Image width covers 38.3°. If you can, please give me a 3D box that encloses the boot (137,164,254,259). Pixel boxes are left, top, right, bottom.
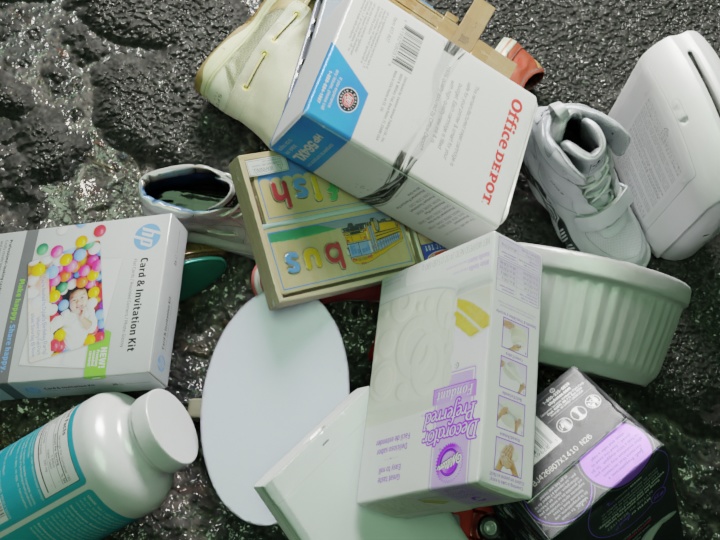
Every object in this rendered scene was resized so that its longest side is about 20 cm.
[{"bbox_3d":[-0.115,-0.055,0.996,0.197,0.096,0.074,3,75,-1],"label":"boot"}]

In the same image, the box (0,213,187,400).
[{"bbox_3d":[-0.262,0.035,0.940,0.198,0.041,0.158,-5,62,14],"label":"box"}]

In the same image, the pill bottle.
[{"bbox_3d":[-0.238,0.177,0.894,0.199,0.111,0.112,-29,75,16],"label":"pill bottle"}]

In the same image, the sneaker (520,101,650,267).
[{"bbox_3d":[0.218,-0.076,0.977,0.075,0.115,0.201,-39,96,-10],"label":"sneaker"}]

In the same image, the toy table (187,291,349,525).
[{"bbox_3d":[-0.071,0.127,0.937,0.182,0.117,0.202,17,76,4],"label":"toy table"}]

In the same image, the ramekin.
[{"bbox_3d":[0.185,0.041,0.926,0.200,0.202,0.095,12,86,3],"label":"ramekin"}]

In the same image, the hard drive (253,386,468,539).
[{"bbox_3d":[0.015,0.216,0.856,0.132,0.026,0.201,-39,101,-35],"label":"hard drive"}]

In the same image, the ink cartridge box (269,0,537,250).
[{"bbox_3d":[0.042,-0.130,0.912,0.199,0.084,0.147,29,63,-17],"label":"ink cartridge box"}]

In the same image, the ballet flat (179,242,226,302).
[{"bbox_3d":[-0.227,0.016,1.002,0.199,0.068,0.073,-33,58,-5],"label":"ballet flat"}]

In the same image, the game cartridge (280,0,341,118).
[{"bbox_3d":[0.004,-0.193,1.011,0.132,0.040,0.202,23,65,-17],"label":"game cartridge"}]

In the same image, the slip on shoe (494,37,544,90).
[{"bbox_3d":[0.124,-0.142,1.036,0.061,0.074,0.201,29,72,4],"label":"slip on shoe"}]

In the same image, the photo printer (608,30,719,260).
[{"bbox_3d":[0.297,-0.114,0.960,0.069,0.200,0.168,-17,75,-5],"label":"photo printer"}]

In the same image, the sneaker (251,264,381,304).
[{"bbox_3d":[0.000,0.000,0.974,0.198,0.087,0.075,-12,88,-14],"label":"sneaker"}]

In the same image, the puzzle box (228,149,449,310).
[{"bbox_3d":[-0.009,-0.049,0.925,0.198,0.025,0.134,-13,83,-31],"label":"puzzle box"}]

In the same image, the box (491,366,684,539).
[{"bbox_3d":[0.186,0.199,0.866,0.122,0.201,0.106,-36,45,-10],"label":"box"}]

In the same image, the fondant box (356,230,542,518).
[{"bbox_3d":[0.071,0.086,0.828,0.058,0.144,0.202,22,61,-31],"label":"fondant box"}]

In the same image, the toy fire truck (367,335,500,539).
[{"bbox_3d":[0.066,0.150,0.950,0.139,0.049,0.202,14,75,-10],"label":"toy fire truck"}]

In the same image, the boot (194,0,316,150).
[{"bbox_3d":[-0.049,-0.207,1.052,0.154,0.072,0.200,42,79,8],"label":"boot"}]

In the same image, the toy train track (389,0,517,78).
[{"bbox_3d":[0.060,-0.239,1.012,0.199,0.033,0.115,33,61,-2],"label":"toy train track"}]
